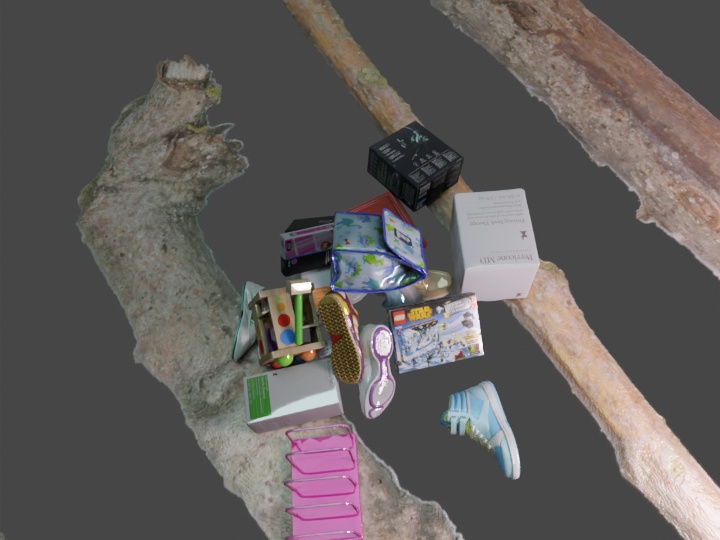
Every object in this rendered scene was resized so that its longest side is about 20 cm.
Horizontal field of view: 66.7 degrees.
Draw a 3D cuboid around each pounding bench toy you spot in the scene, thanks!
[{"bbox_3d":[-0.145,0.116,1.148,0.123,0.200,0.158,-8,77,-25],"label":"pounding bench toy"}]

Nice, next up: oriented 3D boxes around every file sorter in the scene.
[{"bbox_3d":[-0.076,0.413,1.062,0.137,0.126,0.203,-7,61,2],"label":"file sorter"}]

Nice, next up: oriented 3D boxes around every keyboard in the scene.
[{"bbox_3d":[-0.091,-0.104,1.349,0.197,0.021,0.127,-4,26,16],"label":"keyboard"}]

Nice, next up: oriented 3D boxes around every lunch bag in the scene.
[{"bbox_3d":[0.037,-0.041,1.155,0.197,0.129,0.171,4,35,-2],"label":"lunch bag"}]

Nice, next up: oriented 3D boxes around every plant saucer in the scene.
[{"bbox_3d":[0.040,-0.104,1.389,0.198,0.037,0.201,-25,62,-9],"label":"plant saucer"}]

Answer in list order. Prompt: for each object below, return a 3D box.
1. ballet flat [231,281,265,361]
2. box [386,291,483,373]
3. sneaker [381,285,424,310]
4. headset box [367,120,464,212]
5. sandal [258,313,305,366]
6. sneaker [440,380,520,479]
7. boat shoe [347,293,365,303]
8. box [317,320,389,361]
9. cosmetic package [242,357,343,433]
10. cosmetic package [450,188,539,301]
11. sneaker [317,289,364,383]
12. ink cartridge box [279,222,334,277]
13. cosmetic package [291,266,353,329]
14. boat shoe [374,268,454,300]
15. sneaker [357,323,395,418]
[{"bbox_3d":[-0.257,0.117,1.284,0.068,0.070,0.203,0,59,5],"label":"ballet flat"},{"bbox_3d":[0.162,0.133,1.188,0.197,0.040,0.139,-9,95,-11],"label":"box"},{"bbox_3d":[0.095,0.076,1.245,0.081,0.074,0.202,-28,93,21],"label":"sneaker"},{"bbox_3d":[0.136,-0.279,1.429,0.173,0.093,0.200,-35,64,-25],"label":"headset box"},{"bbox_3d":[-0.180,0.124,1.276,0.081,0.050,0.204,18,63,15],"label":"sandal"},{"bbox_3d":[0.235,0.332,1.106,0.129,0.080,0.202,-12,51,-3],"label":"sneaker"},{"bbox_3d":[0.000,0.000,1.274,0.075,0.060,0.201,36,58,-9],"label":"boat shoe"},{"bbox_3d":[-0.004,0.160,1.245,0.197,0.039,0.042,-18,62,-4],"label":"box"},{"bbox_3d":[-0.142,0.269,1.173,0.197,0.085,0.109,-14,59,-1],"label":"cosmetic package"},{"bbox_3d":[0.300,-0.055,1.262,0.165,0.167,0.203,-4,61,3],"label":"cosmetic package"},{"bbox_3d":[-0.027,0.135,1.149,0.074,0.203,0.090,-7,14,24],"label":"sneaker"},{"bbox_3d":[-0.088,-0.054,1.249,0.198,0.096,0.037,-16,36,-28],"label":"ink cartridge box"},{"bbox_3d":[-0.099,0.028,1.294,0.100,0.072,0.202,-9,57,-23],"label":"cosmetic package"},{"bbox_3d":[0.123,0.026,1.289,0.197,0.069,0.075,-3,61,4],"label":"boat shoe"},{"bbox_3d":[0.025,0.214,1.182,0.074,0.099,0.203,4,91,-32],"label":"sneaker"}]
